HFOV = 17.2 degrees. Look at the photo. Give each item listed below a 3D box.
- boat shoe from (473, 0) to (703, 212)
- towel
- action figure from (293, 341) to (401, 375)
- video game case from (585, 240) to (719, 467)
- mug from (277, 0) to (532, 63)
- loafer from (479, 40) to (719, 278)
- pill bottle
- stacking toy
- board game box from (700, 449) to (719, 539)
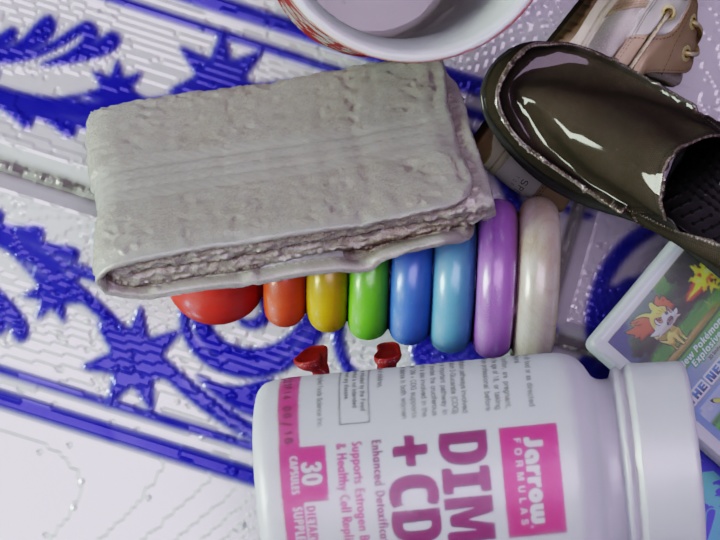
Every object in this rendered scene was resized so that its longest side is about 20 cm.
[{"bbox_3d":[0.139,-0.118,1.228,0.066,0.074,0.200,39,93,-4],"label":"boat shoe"},{"bbox_3d":[-0.038,-0.048,1.187,0.198,0.133,0.035,-8,130,-3],"label":"towel"},{"bbox_3d":[0.001,0.140,1.186,0.065,0.052,0.202,-4,102,8],"label":"action figure"},{"bbox_3d":[0.243,0.021,1.184,0.182,0.022,0.200,41,86,0],"label":"video game case"},{"bbox_3d":[0.029,-0.176,1.148,0.177,0.200,0.134,-42,95,-3],"label":"mug"},{"bbox_3d":[0.147,-0.055,1.144,0.199,0.071,0.073,30,83,12],"label":"loafer"},{"bbox_3d":[0.055,0.098,1.097,0.198,0.113,0.114,-6,85,3],"label":"pill bottle"},{"bbox_3d":[0.000,0.000,1.203,0.198,0.085,0.086,3,85,1],"label":"stacking toy"},{"bbox_3d":[0.129,0.157,1.211,0.151,0.045,0.202,2,86,-5],"label":"board game box"}]
